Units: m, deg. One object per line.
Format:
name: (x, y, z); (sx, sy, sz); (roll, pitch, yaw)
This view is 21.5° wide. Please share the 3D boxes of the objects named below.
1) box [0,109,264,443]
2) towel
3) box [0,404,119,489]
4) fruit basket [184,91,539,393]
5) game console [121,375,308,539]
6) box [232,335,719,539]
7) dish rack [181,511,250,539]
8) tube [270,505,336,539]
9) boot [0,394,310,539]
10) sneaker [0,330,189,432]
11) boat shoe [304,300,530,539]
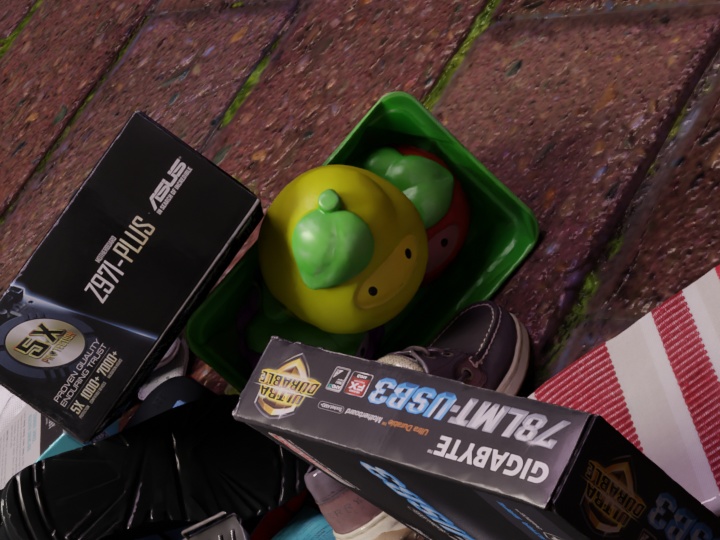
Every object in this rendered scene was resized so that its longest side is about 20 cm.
box: (-0.136, 0.004, 1.099); (0.164, 0.086, 0.200); (-54, 2, -1)
towel: (0.169, 0.071, 0.966); (0.200, 0.023, 0.144); (-36, 34, 18)
box: (-0.244, 0.163, 1.284); (0.200, 0.049, 0.082); (-45, 27, 17)
fruit basket: (0.000, 0.000, 1.113); (0.216, 0.156, 0.216); (-42, 17, 16)
game console: (-0.127, 0.160, 1.199); (0.177, 0.031, 0.200); (-50, 31, -9)
box: (0.074, 0.106, 0.845); (0.198, 0.200, 0.050); (10, 68, 47)
dish rack: (-0.121, 0.221, 1.029); (0.200, 0.055, 0.153); (-31, 61, 40)
tube: (-0.006, 0.169, 1.033); (0.077, 0.050, 0.200); (-37, 22, -25)
boot: (-0.137, 0.133, 1.126); (0.198, 0.073, 0.162); (-14, -10, -20)
sneaker: (-0.196, 0.079, 1.329); (0.200, 0.075, 0.115); (-52, 29, -18)
boat shoe: (0.032, 0.073, 1.048); (0.072, 0.065, 0.200); (-18, 25, 43)
